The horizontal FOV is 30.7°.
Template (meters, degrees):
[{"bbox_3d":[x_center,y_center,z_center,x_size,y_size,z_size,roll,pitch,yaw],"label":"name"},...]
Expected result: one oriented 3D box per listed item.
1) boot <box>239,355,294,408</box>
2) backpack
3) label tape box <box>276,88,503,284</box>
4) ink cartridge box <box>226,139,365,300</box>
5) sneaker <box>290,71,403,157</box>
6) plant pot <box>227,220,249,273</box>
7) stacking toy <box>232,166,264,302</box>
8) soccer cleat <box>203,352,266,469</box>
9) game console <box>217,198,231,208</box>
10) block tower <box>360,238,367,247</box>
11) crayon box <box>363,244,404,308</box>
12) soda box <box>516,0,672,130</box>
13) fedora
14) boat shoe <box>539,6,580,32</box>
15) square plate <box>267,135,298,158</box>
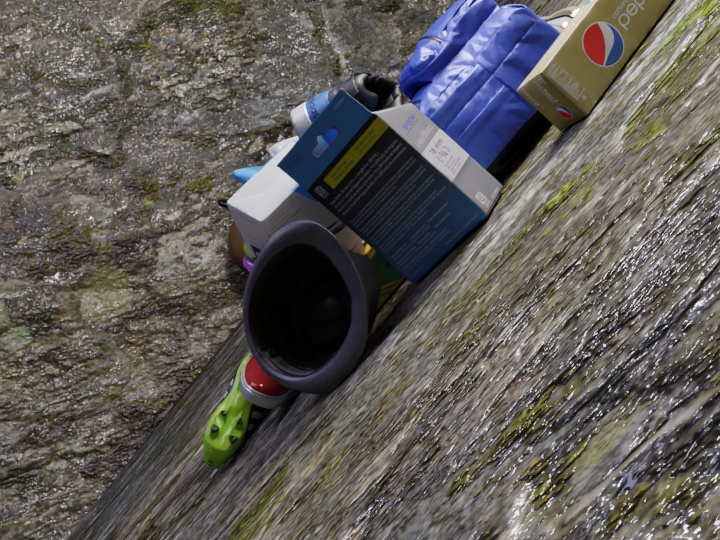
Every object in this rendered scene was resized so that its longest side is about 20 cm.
[{"bbox_3d":[-0.091,0.074,1.648,0.200,0.072,0.146,-66,-3,-63],"label":"boot"},{"bbox_3d":[0.121,-0.191,1.472,0.201,0.167,0.163,-54,0,-10],"label":"backpack"},{"bbox_3d":[0.031,-0.101,1.393,0.144,0.200,0.063,-43,8,43],"label":"label tape box"},{"bbox_3d":[-0.066,-0.036,1.537,0.067,0.201,0.116,26,62,38],"label":"ink cartridge box"},{"bbox_3d":[0.013,-0.156,1.464,0.110,0.077,0.200,-29,-28,16],"label":"sneaker"},{"bbox_3d":[-0.236,-0.067,3.416,0.187,0.186,0.200,-50,19,-6],"label":"plant pot"},{"bbox_3d":[-0.110,-0.025,1.646,0.109,0.115,0.202,-7,-64,-53],"label":"stacking toy"},{"bbox_3d":[-0.154,0.176,1.751,0.201,0.067,0.081,-55,-5,-38],"label":"soccer cleat"},{"bbox_3d":[-0.061,-0.119,1.776,0.177,0.198,0.116,-64,-33,-16],"label":"game console"},{"bbox_3d":[0.000,0.000,1.721,0.200,0.054,0.058,-47,7,36],"label":"block tower"},{"bbox_3d":[0.011,0.011,1.586,0.201,0.051,0.127,-50,6,4],"label":"crayon box"},{"bbox_3d":[0.245,-0.239,1.318,0.201,0.064,0.068,-51,6,-16],"label":"soda box"},{"bbox_3d":[-0.040,0.038,1.442,0.090,0.177,0.201,-11,-36,-49],"label":"fedora"},{"bbox_3d":[0.222,-0.271,1.635,0.068,0.075,0.200,-45,5,-14],"label":"boat shoe"},{"bbox_3d":[0.003,-0.150,1.760,0.198,0.198,0.029,-20,-49,-21],"label":"square plate"}]
